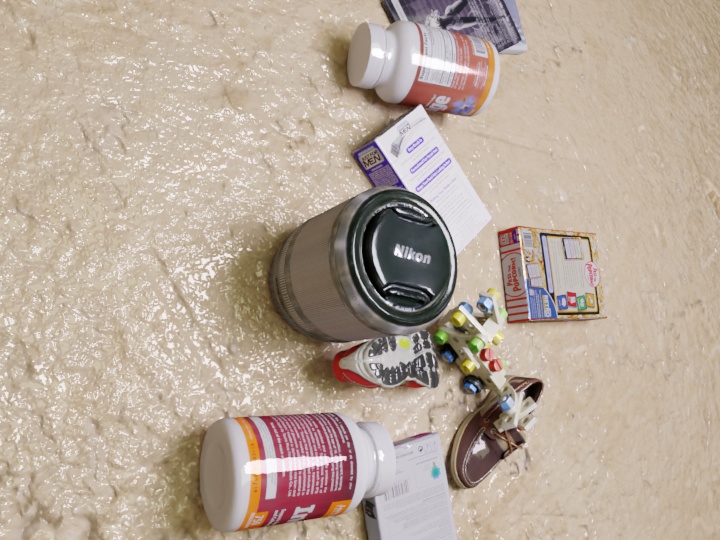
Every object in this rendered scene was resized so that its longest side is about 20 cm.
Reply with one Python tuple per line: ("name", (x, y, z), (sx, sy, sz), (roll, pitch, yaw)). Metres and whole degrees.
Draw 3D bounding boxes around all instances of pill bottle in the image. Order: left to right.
("pill bottle", (-0.064, 0.215, 0.667), (0.199, 0.113, 0.113), (5, 78, -32))
("pill bottle", (0.088, -0.289, 0.865), (0.199, 0.112, 0.113), (3, 78, -23))

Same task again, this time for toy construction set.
("toy construction set", (0.174, 0.123, 0.834), (0.092, 0.131, 0.201), (-29, 97, -34))

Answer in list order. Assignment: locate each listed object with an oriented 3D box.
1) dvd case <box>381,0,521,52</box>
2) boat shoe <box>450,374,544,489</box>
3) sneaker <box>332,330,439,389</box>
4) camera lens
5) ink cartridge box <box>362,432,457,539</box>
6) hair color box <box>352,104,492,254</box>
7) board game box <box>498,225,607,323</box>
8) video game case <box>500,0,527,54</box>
("dvd case", (0.148, -0.395, 0.961), (0.200, 0.016, 0.149), (-30, 98, -18))
("boat shoe", (0.202, 0.227, 0.867), (0.200, 0.072, 0.072), (-43, 104, -32))
("sneaker", (0.037, 0.117, 0.780), (0.200, 0.085, 0.077), (17, 64, -54))
("camera lens", (0.000, 0.000, 0.701), (0.160, 0.200, 0.161), (7, 77, -32))
("ink cartridge box", (0.065, 0.322, 0.776), (0.119, 0.042, 0.201), (-6, 81, -34))
("hair color box", (0.091, -0.120, 0.870), (0.109, 0.065, 0.200), (-43, 106, -31))
("board game box", (0.323, 0.009, 1.007), (0.199, 0.046, 0.152), (3, 79, -33))
("video game case", (0.194, -0.461, 1.031), (0.199, 0.023, 0.183), (-12, 87, -35))
